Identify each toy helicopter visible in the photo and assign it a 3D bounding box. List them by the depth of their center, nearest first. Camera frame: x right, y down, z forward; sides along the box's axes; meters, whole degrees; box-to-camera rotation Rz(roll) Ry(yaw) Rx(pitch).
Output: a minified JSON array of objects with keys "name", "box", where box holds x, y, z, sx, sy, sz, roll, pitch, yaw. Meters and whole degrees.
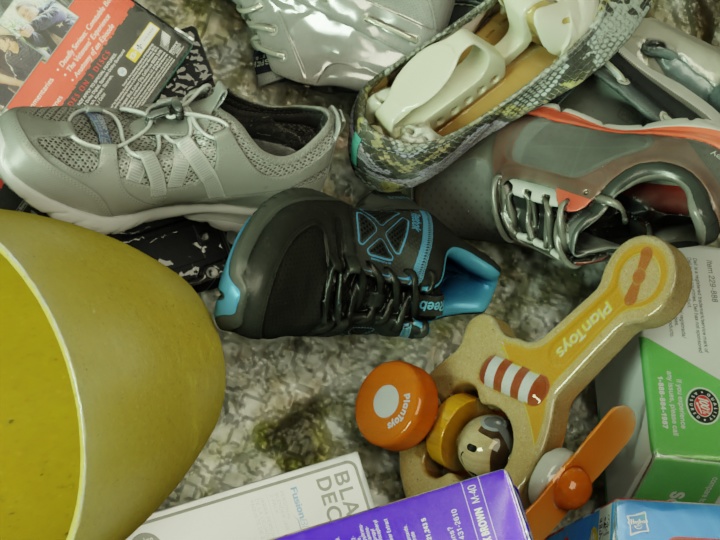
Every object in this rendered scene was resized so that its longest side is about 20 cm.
[{"name":"toy helicopter","box":[0.099,0.064,1.518,0.079,0.200,0.133,24,28,-45]}]

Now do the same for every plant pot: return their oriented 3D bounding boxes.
[{"name":"plant pot","box":[-0.152,0.057,1.458,0.142,0.200,0.201,-14,79,-46]}]

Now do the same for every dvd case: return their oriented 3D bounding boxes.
[{"name":"dvd case","box":[-0.208,-0.121,1.549,0.200,0.022,0.146,35,71,-4]}]

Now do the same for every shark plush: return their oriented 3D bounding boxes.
[{"name":"shark plush","box":[0.161,-0.096,1.649,0.199,0.091,0.084,22,103,-13]}]

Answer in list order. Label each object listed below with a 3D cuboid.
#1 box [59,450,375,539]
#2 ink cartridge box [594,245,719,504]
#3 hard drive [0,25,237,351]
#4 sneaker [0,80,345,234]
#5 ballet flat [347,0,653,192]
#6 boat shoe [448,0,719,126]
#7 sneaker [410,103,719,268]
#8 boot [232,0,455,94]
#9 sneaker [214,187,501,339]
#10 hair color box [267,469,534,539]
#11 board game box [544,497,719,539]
[{"name":"box","box":[-0.081,0.177,1.525,0.199,0.060,0.117,-14,81,-16]},{"name":"ink cartridge box","box":[0.235,0.073,1.590,0.199,0.084,0.146,8,52,-11]},{"name":"hard drive","box":[-0.159,-0.037,1.570,0.199,0.038,0.140,-19,82,-18]},{"name":"sneaker","box":[-0.099,-0.070,1.503,0.199,0.082,0.075,1,45,-36]},{"name":"ballet flat","box":[0.076,-0.117,1.560,0.200,0.072,0.072,-37,87,-7]},{"name":"boat shoe","box":[0.116,-0.098,1.615,0.199,0.076,0.060,27,31,8]},{"name":"sneaker","box":[0.109,-0.040,1.564,0.082,0.199,0.077,-54,132,-50]},{"name":"boot","box":[-0.050,-0.149,1.607,0.199,0.074,0.096,16,96,8]},{"name":"sneaker","box":[0.000,0.000,1.522,0.082,0.200,0.074,27,113,26]},{"name":"hair color box","box":[-0.012,0.156,1.428,0.199,0.109,0.065,-19,80,2]},{"name":"board game box","box":[0.195,0.167,1.523,0.199,0.196,0.056,4,75,-13]}]
